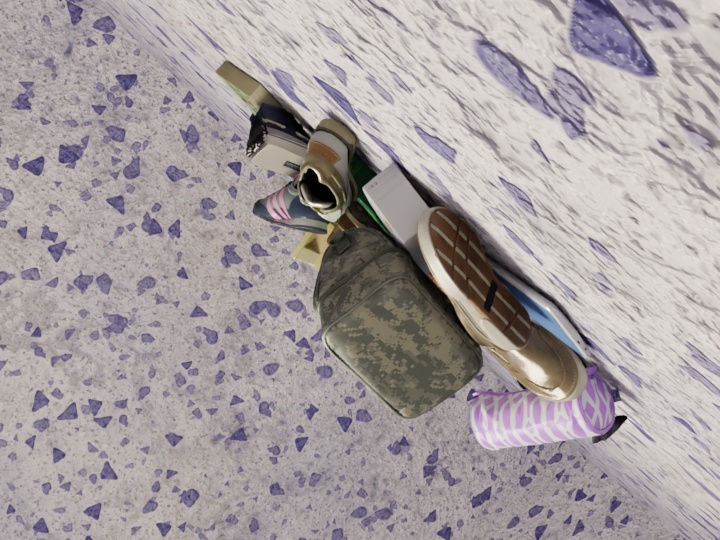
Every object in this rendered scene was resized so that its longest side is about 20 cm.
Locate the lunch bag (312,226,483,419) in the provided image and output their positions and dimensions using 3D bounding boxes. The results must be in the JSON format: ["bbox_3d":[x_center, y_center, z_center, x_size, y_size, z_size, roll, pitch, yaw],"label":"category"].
[{"bbox_3d":[0.040,0.053,0.987,0.200,0.139,0.168,45,-163,-30],"label":"lunch bag"}]

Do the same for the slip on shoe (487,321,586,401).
[{"bbox_3d":[0.198,0.092,1.035,0.060,0.077,0.200,10,-151,-44],"label":"slip on shoe"}]

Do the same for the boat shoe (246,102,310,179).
[{"bbox_3d":[-0.084,-0.184,1.240,0.199,0.074,0.094,23,-133,-38],"label":"boat shoe"}]

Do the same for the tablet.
[{"bbox_3d":[0.184,0.024,0.973,0.200,0.014,0.130,42,179,45],"label":"tablet"}]

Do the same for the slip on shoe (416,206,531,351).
[{"bbox_3d":[0.114,0.015,0.898,0.060,0.077,0.200,-10,133,46],"label":"slip on shoe"}]

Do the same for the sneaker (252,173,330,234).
[{"bbox_3d":[-0.098,-0.105,1.221,0.069,0.083,0.199,10,-177,-35],"label":"sneaker"}]

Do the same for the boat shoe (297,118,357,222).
[{"bbox_3d":[-0.048,-0.109,1.027,0.074,0.069,0.201,27,159,12],"label":"boat shoe"}]

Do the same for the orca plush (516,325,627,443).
[{"bbox_3d":[0.287,0.138,1.124,0.199,0.071,0.105,38,134,2],"label":"orca plush"}]

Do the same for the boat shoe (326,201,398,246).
[{"bbox_3d":[0.020,-0.014,1.104,0.200,0.074,0.076,44,-174,-43],"label":"boat shoe"}]

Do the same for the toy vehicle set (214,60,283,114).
[{"bbox_3d":[-0.140,-0.249,1.328,0.124,0.027,0.200,41,178,45],"label":"toy vehicle set"}]

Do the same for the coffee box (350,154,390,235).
[{"bbox_3d":[0.020,-0.097,1.155,0.200,0.044,0.123,43,178,-20],"label":"coffee box"}]

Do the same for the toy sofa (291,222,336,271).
[{"bbox_3d":[0.000,0.000,1.266,0.200,0.083,0.097,42,-156,11],"label":"toy sofa"}]

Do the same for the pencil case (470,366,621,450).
[{"bbox_3d":[0.238,0.186,1.082,0.083,0.199,0.087,-15,-96,-47],"label":"pencil case"}]

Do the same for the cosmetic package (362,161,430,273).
[{"bbox_3d":[0.059,-0.055,0.981,0.083,0.050,0.200,51,-179,16],"label":"cosmetic package"}]

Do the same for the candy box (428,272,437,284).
[{"bbox_3d":[0.084,0.005,1.333,0.201,0.055,0.115,61,171,-27],"label":"candy box"}]
